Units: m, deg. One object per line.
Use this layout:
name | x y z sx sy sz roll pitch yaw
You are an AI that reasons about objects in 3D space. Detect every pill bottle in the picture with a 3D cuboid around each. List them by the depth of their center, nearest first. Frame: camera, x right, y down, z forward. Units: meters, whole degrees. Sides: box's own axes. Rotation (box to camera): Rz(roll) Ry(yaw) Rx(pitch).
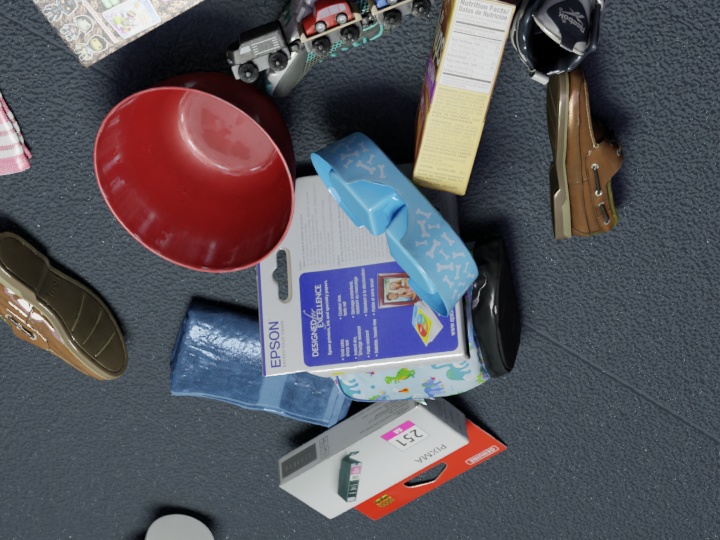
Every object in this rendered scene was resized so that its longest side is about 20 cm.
pill bottle | -0.231 0.383 1.950 0.110 0.111 0.201 15 127 -7

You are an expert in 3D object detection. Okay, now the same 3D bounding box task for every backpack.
backpack | 0.050 0.055 1.679 0.198 0.154 0.164 5 135 17

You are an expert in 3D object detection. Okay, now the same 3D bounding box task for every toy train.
toy train | -0.024 -0.219 1.453 0.199 0.034 0.046 -20 117 4

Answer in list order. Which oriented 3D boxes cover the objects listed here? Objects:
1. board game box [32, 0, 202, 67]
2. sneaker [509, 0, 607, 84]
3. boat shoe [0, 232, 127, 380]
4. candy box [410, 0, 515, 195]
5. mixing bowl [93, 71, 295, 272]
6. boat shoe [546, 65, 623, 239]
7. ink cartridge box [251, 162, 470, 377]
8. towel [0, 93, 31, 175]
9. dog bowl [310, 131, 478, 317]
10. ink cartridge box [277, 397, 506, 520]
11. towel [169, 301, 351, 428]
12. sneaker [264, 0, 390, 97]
board game box | -0.172 -0.290 1.413 0.199 0.160 0.097 -26 121 21
sneaker | 0.191 -0.247 1.436 0.079 0.130 0.200 26 124 -16
boat shoe | -0.327 0.042 1.730 0.068 0.072 0.200 -25 116 35
candy box | 0.091 -0.185 1.499 0.056 0.117 0.201 11 126 -4
mixing bowl | -0.140 -0.111 1.565 0.199 0.109 0.201 10 128 13
boat shoe | 0.214 -0.117 1.575 0.067 0.072 0.201 -5 136 3
ink cartridge box | 0.000 0.000 1.607 0.198 0.199 0.047 -7 165 12
towel | -0.423 -0.165 1.607 0.145 0.030 0.201 -13 124 13
dog bowl | 0.034 -0.048 1.534 0.049 0.200 0.112 -39 161 -8
ink cartridge box | 0.037 0.215 1.824 0.199 0.044 0.173 -32 131 25
towel | -0.102 0.103 1.770 0.199 0.049 0.112 15 126 -7
sneaker | -0.018 -0.226 1.505 0.091 0.078 0.200 24 126 -18
